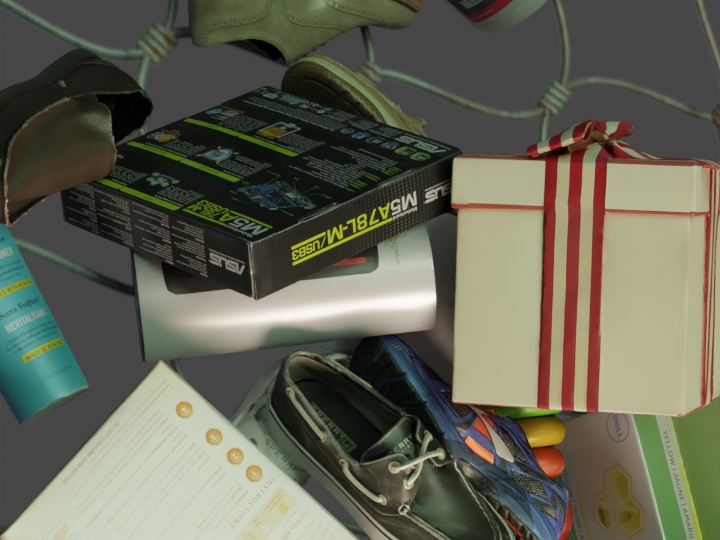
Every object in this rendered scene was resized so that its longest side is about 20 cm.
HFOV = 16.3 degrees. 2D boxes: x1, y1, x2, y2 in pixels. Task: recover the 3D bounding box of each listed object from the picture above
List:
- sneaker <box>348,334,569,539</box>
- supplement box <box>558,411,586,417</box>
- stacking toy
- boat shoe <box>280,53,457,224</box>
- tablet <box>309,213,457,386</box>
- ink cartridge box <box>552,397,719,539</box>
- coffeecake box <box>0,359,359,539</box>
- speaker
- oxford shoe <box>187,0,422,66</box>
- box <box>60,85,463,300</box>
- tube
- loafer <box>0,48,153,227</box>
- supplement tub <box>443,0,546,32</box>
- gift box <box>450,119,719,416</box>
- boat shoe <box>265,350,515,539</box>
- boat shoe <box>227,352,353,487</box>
[{"bbox_3d":[0.067,0.119,1.704,0.200,0.075,0.078,51,43,-9],"label":"sneaker"},{"bbox_3d":[0.236,0.064,1.875,0.199,0.103,0.102,14,68,-28],"label":"supplement box"},{"bbox_3d":[0.114,0.102,1.796,0.085,0.085,0.202,-1,80,-34],"label":"stacking toy"},{"bbox_3d":[0.021,-0.087,1.809,0.200,0.071,0.076,49,39,-20],"label":"boat shoe"},{"bbox_3d":[0.000,0.000,1.742,0.199,0.014,0.131,17,61,-5],"label":"tablet"},{"bbox_3d":[0.220,0.157,1.770,0.048,0.200,0.147,-6,78,-38],"label":"ink cartridge box"},{"bbox_3d":[-0.106,0.184,1.572,0.200,0.073,0.154,42,69,0],"label":"coffeecake box"},{"bbox_3d":[-0.050,0.011,1.659,0.198,0.081,0.082,-6,76,-6],"label":"speaker"},{"bbox_3d":[-0.044,-0.184,1.803,0.199,0.070,0.075,4,99,-35],"label":"oxford shoe"},{"bbox_3d":[-0.065,-0.056,1.656,0.193,0.199,0.048,-28,124,-37],"label":"box"},{"bbox_3d":[-0.244,0.000,1.607,0.077,0.050,0.201,-26,85,-45],"label":"tube"},{"bbox_3d":[-0.191,-0.087,1.609,0.071,0.073,0.200,14,34,15],"label":"loafer"},{"bbox_3d":[0.066,-0.285,1.852,0.200,0.140,0.141,37,57,-19],"label":"supplement tub"},{"bbox_3d":[0.171,-0.006,1.669,0.184,0.198,0.188,-13,103,-77],"label":"gift box"},{"bbox_3d":[0.020,0.128,1.605,0.200,0.064,0.071,37,55,15],"label":"boat shoe"},{"bbox_3d":[-0.067,0.126,1.666,0.071,0.069,0.200,42,55,-15],"label":"boat shoe"}]
